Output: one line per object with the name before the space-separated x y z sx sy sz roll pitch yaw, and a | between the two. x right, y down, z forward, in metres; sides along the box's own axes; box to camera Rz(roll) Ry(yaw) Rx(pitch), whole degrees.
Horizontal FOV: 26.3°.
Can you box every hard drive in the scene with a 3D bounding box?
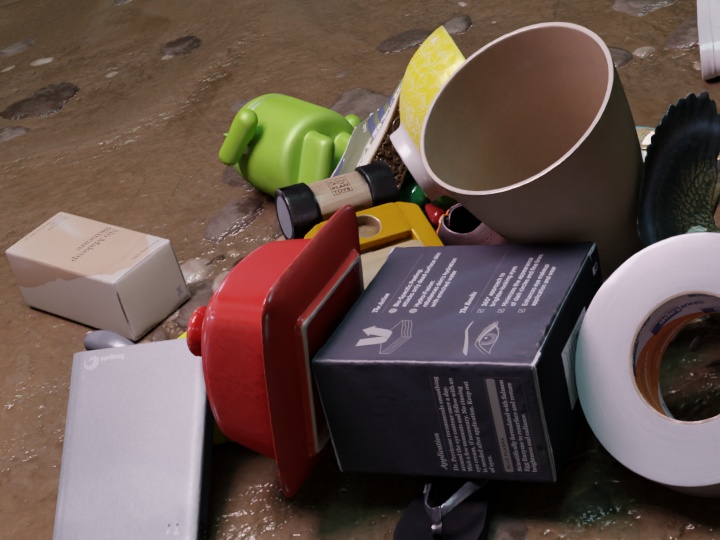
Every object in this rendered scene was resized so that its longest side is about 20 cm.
hard drive | -0.199 0.161 1.371 0.138 0.033 0.202 -8 60 16

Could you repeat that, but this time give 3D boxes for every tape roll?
tape roll | 0.273 0.075 1.216 0.198 0.066 0.203 -11 69 30

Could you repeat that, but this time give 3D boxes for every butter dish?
butter dish | -0.083 0.061 1.340 0.146 0.202 0.200 6 31 21

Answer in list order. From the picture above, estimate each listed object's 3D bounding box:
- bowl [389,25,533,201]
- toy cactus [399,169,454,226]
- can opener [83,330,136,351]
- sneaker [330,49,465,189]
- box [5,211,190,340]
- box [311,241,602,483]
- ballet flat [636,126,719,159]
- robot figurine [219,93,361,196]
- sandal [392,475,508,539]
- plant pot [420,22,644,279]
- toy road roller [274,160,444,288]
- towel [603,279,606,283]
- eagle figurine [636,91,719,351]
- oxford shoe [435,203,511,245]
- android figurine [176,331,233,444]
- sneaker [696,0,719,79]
bowl | 0.094 -0.132 1.547 0.107 0.201 0.201 -34 30 6
toy cactus | 0.054 -0.091 1.700 0.164 0.102 0.200 -37 34 4
can opener | -0.183 0.103 1.446 0.198 0.067 0.053 8 52 30
sneaker | 0.032 -0.158 1.656 0.089 0.067 0.202 9 65 56
box | -0.293 0.004 1.712 0.198 0.078 0.095 12 41 40
box | 0.092 0.073 1.307 0.198 0.119 0.197 0 29 26
ballet flat | 0.328 -0.108 1.596 0.198 0.071 0.071 8 39 36
robot figurine | -0.078 -0.140 1.795 0.174 0.117 0.199 -4 18 -36
sandal | 0.083 0.177 1.280 0.075 0.043 0.200 4 37 31
plant pot | 0.181 -0.086 1.387 0.186 0.200 0.189 -21 46 23
toy road roller | 0.000 0.000 1.523 0.122 0.147 0.201 -16 47 -18
towel | 0.157 0.055 1.446 0.197 0.035 0.193 -15 31 3
eagle figurine | 0.300 -0.033 1.375 0.149 0.152 0.202 4 58 -30
oxford shoe | 0.103 -0.038 1.536 0.071 0.073 0.199 -54 22 -25
android figurine | -0.127 0.103 1.510 0.181 0.041 0.200 12 40 39
sneaker | 0.459 -0.300 1.831 0.114 0.074 0.201 -6 42 15
